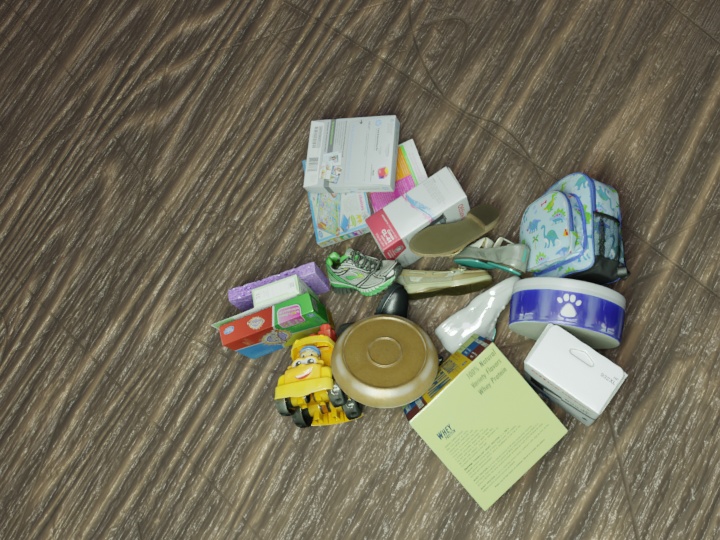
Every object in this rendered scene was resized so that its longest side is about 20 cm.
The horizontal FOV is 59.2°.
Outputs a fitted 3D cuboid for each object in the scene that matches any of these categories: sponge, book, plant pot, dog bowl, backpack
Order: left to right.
[{"bbox_3d":[-0.171,0.042,1.345,0.196,0.112,0.030,-17,67,9],"label":"sponge"},{"bbox_3d":[0.050,-0.185,1.397,0.197,0.048,0.136,-22,68,9],"label":"book"},{"bbox_3d":[0.043,0.152,1.140,0.195,0.028,0.203,-2,47,2],"label":"plant pot"},{"bbox_3d":[0.368,0.079,1.136,0.196,0.200,0.080,8,76,17],"label":"dog bowl"},{"bbox_3d":[0.391,-0.074,1.182,0.145,0.183,0.204,17,67,-21],"label":"backpack"}]

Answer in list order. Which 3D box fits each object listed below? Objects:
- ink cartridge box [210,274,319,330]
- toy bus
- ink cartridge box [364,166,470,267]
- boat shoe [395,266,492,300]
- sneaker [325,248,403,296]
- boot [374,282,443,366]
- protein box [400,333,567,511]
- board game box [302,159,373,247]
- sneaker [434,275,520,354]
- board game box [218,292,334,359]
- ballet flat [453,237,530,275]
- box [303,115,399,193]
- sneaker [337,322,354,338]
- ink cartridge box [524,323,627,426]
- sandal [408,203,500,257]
[{"bbox_3d":[-0.195,0.082,1.320,0.196,0.146,0.049,-18,67,9],"label":"ink cartridge box"},{"bbox_3d":[-0.080,0.191,1.230,0.133,0.200,0.196,-11,62,14],"label":"toy bus"},{"bbox_3d":[0.122,-0.099,1.292,0.198,0.148,0.087,-31,66,4],"label":"ink cartridge box"},{"bbox_3d":[0.167,0.016,1.285,0.197,0.073,0.064,-10,70,21],"label":"boat shoe"},{"bbox_3d":[0.000,0.000,1.281,0.197,0.086,0.078,-3,31,42],"label":"sneaker"},{"bbox_3d":[0.090,0.147,1.238,0.161,0.073,0.201,30,104,29],"label":"boot"},{"bbox_3d":[0.210,0.259,1.117,0.198,0.135,0.201,-42,93,-2],"label":"protein box"},{"bbox_3d":[-0.047,-0.167,1.388,0.132,0.034,0.204,-16,71,15],"label":"board game box"},{"bbox_3d":[0.247,0.094,1.244,0.199,0.075,0.089,-38,79,7],"label":"sneaker"},{"bbox_3d":[-0.167,0.117,1.298,0.197,0.153,0.041,-21,68,8],"label":"board game box"},{"bbox_3d":[0.256,-0.033,1.232,0.199,0.066,0.065,13,84,62],"label":"ballet flat"},{"bbox_3d":[-0.019,-0.248,1.358,0.196,0.041,0.159,0,76,21],"label":"box"},{"bbox_3d":[0.008,0.170,1.192,0.200,0.090,0.077,45,126,38],"label":"sneaker"},{"bbox_3d":[0.365,0.186,1.100,0.144,0.200,0.084,35,83,23],"label":"ink cartridge box"},{"bbox_3d":[0.187,-0.056,1.242,0.209,0.070,0.078,-27,53,-21],"label":"sandal"}]
